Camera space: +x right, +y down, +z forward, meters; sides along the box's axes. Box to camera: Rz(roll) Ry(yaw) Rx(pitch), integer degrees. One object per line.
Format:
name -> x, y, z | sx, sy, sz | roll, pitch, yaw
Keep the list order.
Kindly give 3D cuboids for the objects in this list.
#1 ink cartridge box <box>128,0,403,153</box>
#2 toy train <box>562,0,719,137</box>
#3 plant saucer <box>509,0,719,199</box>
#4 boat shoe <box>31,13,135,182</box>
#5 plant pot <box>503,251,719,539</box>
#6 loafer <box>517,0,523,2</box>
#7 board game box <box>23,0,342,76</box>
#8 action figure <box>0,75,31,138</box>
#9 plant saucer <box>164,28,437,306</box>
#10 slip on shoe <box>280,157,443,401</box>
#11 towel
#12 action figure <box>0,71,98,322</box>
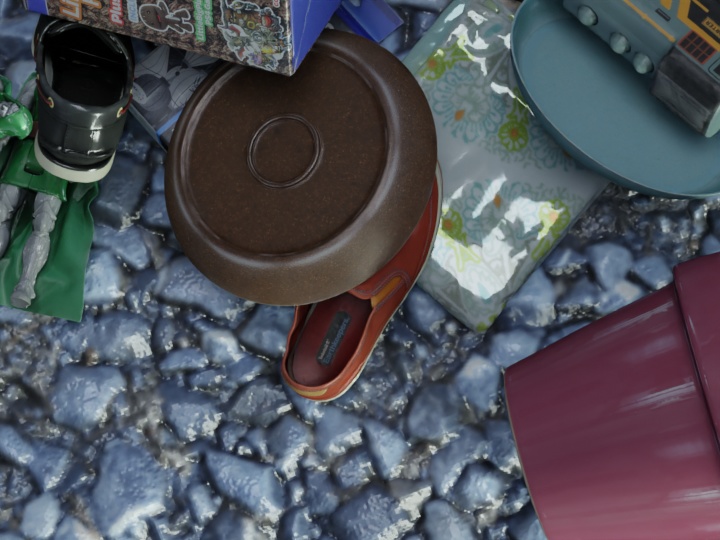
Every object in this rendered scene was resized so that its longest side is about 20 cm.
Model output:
ink cartridge box -> -0.072, -0.158, 1.267 | 0.200, 0.039, 0.099 | -42, 82, -9
toy train -> 0.217, -0.185, 1.211 | 0.200, 0.085, 0.114 | 43, 71, 14
plant saucer -> 0.190, -0.123, 1.227 | 0.200, 0.027, 0.200 | 16, 47, -18
boat shoe -> -0.187, -0.146, 1.191 | 0.073, 0.063, 0.202 | 9, 39, -14
plant pot -> 0.197, 0.101, 1.153 | 0.179, 0.200, 0.200 | -16, 79, 11
loafer -> 0.144, -0.299, 1.283 | 0.073, 0.071, 0.200 | 5, 79, 0
board game box -> -0.106, -0.234, 1.157 | 0.200, 0.097, 0.160 | 15, 48, 16
action figure -> -0.319, -0.126, 1.213 | 0.200, 0.055, 0.118 | 15, 64, 11
plant saucer -> -0.048, -0.077, 1.184 | 0.200, 0.034, 0.201 | -5, 73, 18
slip on shoe -> 0.000, 0.000, 1.196 | 0.074, 0.061, 0.200 | 26, 97, 9
towel -> 0.084, -0.082, 1.250 | 0.171, 0.048, 0.200 | 39, 80, 7
action figure -> -0.228, -0.073, 1.240 | 0.118, 0.055, 0.200 | 14, 74, 4
